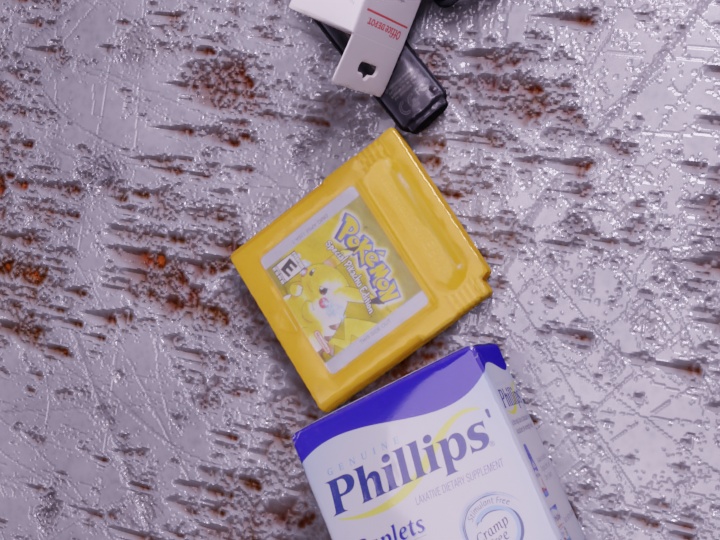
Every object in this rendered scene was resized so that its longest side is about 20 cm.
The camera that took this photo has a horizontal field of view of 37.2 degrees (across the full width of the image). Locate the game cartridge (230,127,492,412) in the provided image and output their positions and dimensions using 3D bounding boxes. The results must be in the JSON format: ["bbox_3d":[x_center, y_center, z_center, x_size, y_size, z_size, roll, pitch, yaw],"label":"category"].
[{"bbox_3d":[0.000,0.000,0.971,0.199,0.032,0.177,-37,76,16],"label":"game cartridge"}]

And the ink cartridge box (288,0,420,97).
[{"bbox_3d":[0.009,-0.256,0.895,0.067,0.117,0.202,26,101,20],"label":"ink cartridge box"}]

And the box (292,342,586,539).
[{"bbox_3d":[0.067,0.189,0.898,0.183,0.105,0.202,-28,78,16],"label":"box"}]

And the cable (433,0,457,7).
[{"bbox_3d":[0.062,-0.330,0.960,0.199,0.051,0.165,28,104,21],"label":"cable"}]

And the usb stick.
[{"bbox_3d":[0.005,-0.212,0.979,0.055,0.033,0.201,-39,75,8],"label":"usb stick"}]
